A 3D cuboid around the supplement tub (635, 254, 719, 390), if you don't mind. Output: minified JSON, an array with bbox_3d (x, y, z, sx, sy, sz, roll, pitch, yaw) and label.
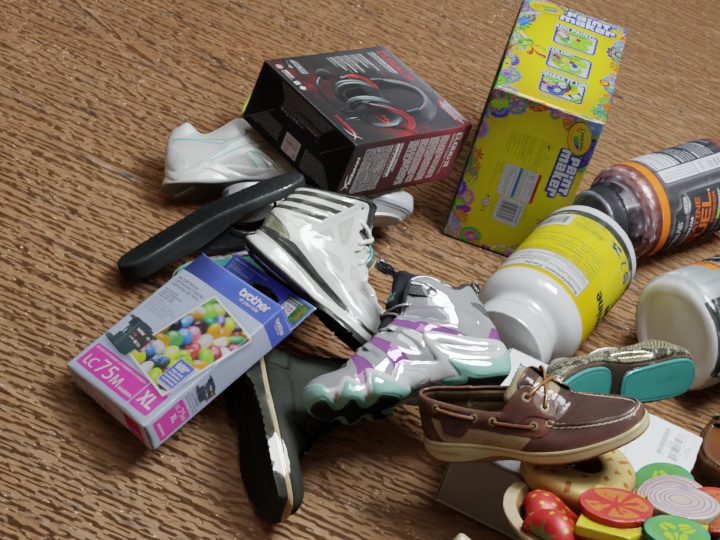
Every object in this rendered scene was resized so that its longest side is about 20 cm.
[{"bbox_3d":[0.389,0.040,1.773,0.199,0.123,0.123,-16,51,-34],"label":"supplement tub"}]

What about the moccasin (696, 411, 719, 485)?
[{"bbox_3d":[0.390,0.143,1.692,0.074,0.078,0.201,39,45,23],"label":"moccasin"}]

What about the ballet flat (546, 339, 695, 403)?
[{"bbox_3d":[0.217,0.100,1.584,0.199,0.068,0.075,-11,26,-36],"label":"ballet flat"}]

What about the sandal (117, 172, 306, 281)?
[{"bbox_3d":[-0.140,-0.036,1.691,0.200,0.048,0.075,-29,18,-7],"label":"sandal"}]

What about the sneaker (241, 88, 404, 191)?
[{"bbox_3d":[-0.043,-0.122,1.855,0.200,0.074,0.084,31,70,8],"label":"sneaker"}]

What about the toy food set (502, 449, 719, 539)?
[{"bbox_3d":[0.217,0.198,1.430,0.197,0.049,0.200,12,19,16],"label":"toy food set"}]

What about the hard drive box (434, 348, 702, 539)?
[{"bbox_3d":[0.191,0.180,1.582,0.199,0.077,0.156,26,41,9],"label":"hard drive box"}]

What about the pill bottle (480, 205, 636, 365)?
[{"bbox_3d":[0.186,0.027,1.723,0.112,0.113,0.200,31,43,15],"label":"pill bottle"}]

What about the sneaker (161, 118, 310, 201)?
[{"bbox_3d":[-0.104,-0.118,1.781,0.199,0.070,0.081,0,71,-8],"label":"sneaker"}]

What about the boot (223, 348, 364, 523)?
[{"bbox_3d":[-0.038,0.139,1.554,0.138,0.078,0.200,6,43,-21],"label":"boot"}]

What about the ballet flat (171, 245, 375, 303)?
[{"bbox_3d":[-0.085,0.010,1.673,0.199,0.072,0.072,-10,46,-12],"label":"ballet flat"}]

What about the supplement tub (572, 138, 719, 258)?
[{"bbox_3d":[0.321,-0.074,1.890,0.199,0.107,0.107,-18,52,-33],"label":"supplement tub"}]

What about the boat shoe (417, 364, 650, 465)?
[{"bbox_3d":[0.142,0.117,1.468,0.199,0.072,0.072,-4,22,25],"label":"boat shoe"}]

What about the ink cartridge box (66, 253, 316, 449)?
[{"bbox_3d":[-0.150,0.059,1.555,0.200,0.042,0.119,-39,49,-23],"label":"ink cartridge box"}]

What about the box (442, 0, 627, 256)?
[{"bbox_3d":[0.186,-0.150,1.853,0.122,0.200,0.193,19,41,2],"label":"box"}]

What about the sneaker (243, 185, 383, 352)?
[{"bbox_3d":[0.000,0.000,1.611,0.200,0.076,0.115,43,80,-10],"label":"sneaker"}]

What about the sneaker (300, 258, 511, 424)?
[{"bbox_3d":[0.026,0.054,1.552,0.199,0.078,0.140,-9,68,-24],"label":"sneaker"}]

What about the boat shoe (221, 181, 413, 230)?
[{"bbox_3d":[-0.043,-0.050,1.771,0.199,0.074,0.066,-1,73,-10],"label":"boat shoe"}]

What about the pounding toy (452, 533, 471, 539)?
[{"bbox_3d":[0.162,0.325,1.360,0.183,0.143,0.200,1,43,-19],"label":"pounding toy"}]

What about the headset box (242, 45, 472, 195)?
[{"bbox_3d":[0.005,-0.154,1.773,0.200,0.075,0.149,-13,49,-45],"label":"headset box"}]
